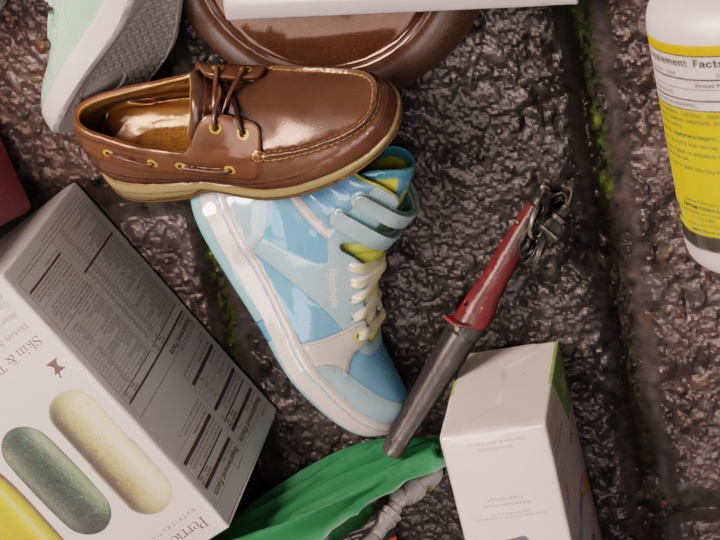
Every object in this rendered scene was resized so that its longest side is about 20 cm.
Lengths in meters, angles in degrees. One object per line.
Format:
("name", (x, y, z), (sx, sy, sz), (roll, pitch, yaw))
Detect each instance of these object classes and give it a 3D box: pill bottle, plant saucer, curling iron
("pill bottle", (0.219, -0.106, 1.132), (0.112, 0.112, 0.200), (-8, 112, 13))
("plant saucer", (-0.023, -0.188, 1.185), (0.200, 0.032, 0.200), (4, 115, 8))
("curling iron", (0.066, 0.030, 1.240), (0.026, 0.050, 0.200), (33, 106, -5))

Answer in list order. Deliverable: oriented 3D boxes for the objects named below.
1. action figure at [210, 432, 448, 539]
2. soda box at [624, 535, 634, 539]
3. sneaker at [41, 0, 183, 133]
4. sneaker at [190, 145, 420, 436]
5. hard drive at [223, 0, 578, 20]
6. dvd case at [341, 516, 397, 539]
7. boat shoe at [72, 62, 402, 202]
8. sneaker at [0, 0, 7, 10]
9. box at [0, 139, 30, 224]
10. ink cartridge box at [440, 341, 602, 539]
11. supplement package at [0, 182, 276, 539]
("action figure", (-0.014, 0.148, 1.273), (0.200, 0.118, 0.055), (-25, 107, -22))
("soda box", (0.140, 0.271, 1.342), (0.068, 0.064, 0.200), (35, 114, -6))
("sneaker", (-0.162, -0.180, 1.202), (0.118, 0.074, 0.201), (48, 135, 19))
("sneaker", (0.000, 0.000, 1.238), (0.130, 0.080, 0.200), (-28, 107, 21))
("hard drive", (0.017, -0.208, 1.137), (0.200, 0.025, 0.132), (-1, 113, 10))
("dvd case", (-0.031, 0.248, 1.345), (0.146, 0.022, 0.200), (-19, 108, -12))
("boat shoe", (-0.075, -0.083, 1.185), (0.200, 0.072, 0.068), (-6, 154, 25))
("sneaker", (-0.310, -0.144, 1.223), (0.200, 0.088, 0.074), (-21, 109, 18))
("box", (-0.302, -0.042, 1.197), (0.128, 0.200, 0.109), (-23, 96, 18))
("ink cartridge box", (0.107, 0.159, 1.267), (0.067, 0.117, 0.200), (-9, 112, 13))
("supplement package", (-0.182, 0.086, 1.268), (0.152, 0.151, 0.200), (-36, 104, 21))
